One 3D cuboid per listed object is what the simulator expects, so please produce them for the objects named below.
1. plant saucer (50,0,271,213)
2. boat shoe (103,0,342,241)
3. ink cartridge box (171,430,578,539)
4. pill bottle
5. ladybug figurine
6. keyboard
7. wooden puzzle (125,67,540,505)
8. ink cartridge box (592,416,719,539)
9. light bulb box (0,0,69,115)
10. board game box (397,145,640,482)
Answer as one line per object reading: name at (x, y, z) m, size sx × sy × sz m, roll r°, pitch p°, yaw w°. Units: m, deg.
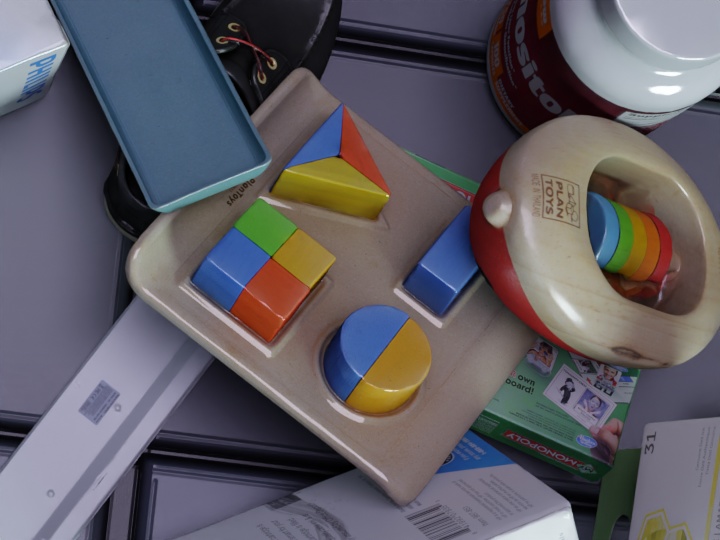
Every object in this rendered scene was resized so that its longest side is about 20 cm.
plant saucer at (-0.113, -0.110, 1.567) m, size 0.070 × 0.019 × 0.200 m, roll -23°, pitch 52°, yaw -7°
boat shoe at (-0.070, -0.102, 1.610) m, size 0.074 × 0.063 × 0.201 m, roll 36°, pitch 73°, yaw -2°
ink cartridge box at (0.003, 0.171, 1.528) m, size 0.200 × 0.145 × 0.084 m, roll -20°, pitch 111°, yaw -16°
pill bottle at (0.147, -0.134, 1.593) m, size 0.113 × 0.200 × 0.113 m, roll 2°, pitch 80°, yaw -13°
ladybug figurine at (0.124, -0.012, 1.566) m, size 0.200 × 0.072 × 0.136 m, roll 22°, pitch 62°, yaw -46°
keyboard at (-0.138, 0.078, 1.590) m, size 0.056 × 0.011 × 0.200 m, roll 37°, pitch 74°, yaw 0°
wooden puzzle at (0.000, 0.000, 1.548) m, size 0.200 × 0.046 × 0.185 m, roll 41°, pitch 53°, yaw -1°
ink cartridge box at (0.160, 0.156, 1.545) m, size 0.048 × 0.200 × 0.146 m, roll 16°, pitch 77°, yaw -28°
light bulb box at (-0.288, -0.155, 1.533) m, size 0.200 × 0.125 × 0.198 m, roll -25°, pitch 87°, yaw -15°
board game box at (0.065, 0.019, 1.619) m, size 0.200 × 0.029 × 0.135 m, roll 25°, pitch 59°, yaw -8°
